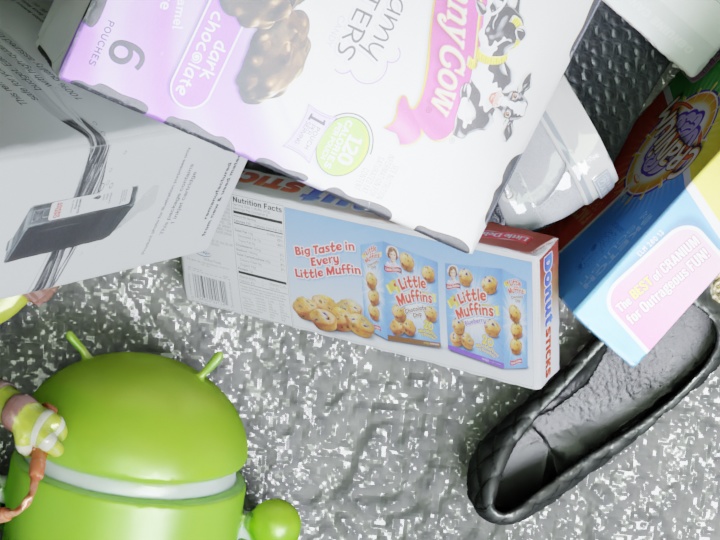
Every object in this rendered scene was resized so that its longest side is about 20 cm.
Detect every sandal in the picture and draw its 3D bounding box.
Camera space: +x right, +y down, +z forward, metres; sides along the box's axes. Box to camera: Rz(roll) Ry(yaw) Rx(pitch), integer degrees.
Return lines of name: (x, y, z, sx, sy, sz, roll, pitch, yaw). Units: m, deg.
sandal: (0.109, -0.094, 1.000, 0.076, 0.043, 0.200, 43, 85, -16)

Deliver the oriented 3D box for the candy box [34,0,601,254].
candy box: (-0.008, -0.124, 0.834, 0.200, 0.072, 0.168, 22, 100, -22)

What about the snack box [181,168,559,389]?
snack box: (0.000, 0.000, 0.952, 0.200, 0.024, 0.072, 13, 122, 28)

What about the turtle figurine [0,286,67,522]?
turtle figurine: (-0.202, 0.023, 0.959, 0.161, 0.200, 0.064, -58, 142, -14)

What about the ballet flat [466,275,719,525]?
ballet flat: (0.136, 0.060, 1.020, 0.066, 0.057, 0.200, 43, 95, -12)

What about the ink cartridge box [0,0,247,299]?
ink cartridge box: (-0.164, -0.064, 0.873, 0.144, 0.200, 0.084, 38, 118, 24)

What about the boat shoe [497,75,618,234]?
boat shoe: (0.044, -0.105, 0.946, 0.068, 0.072, 0.200, -32, 78, 1)

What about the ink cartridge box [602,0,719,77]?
ink cartridge box: (0.167, -0.221, 0.973, 0.162, 0.050, 0.200, 39, 98, -10)

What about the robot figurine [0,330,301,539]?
robot figurine: (-0.118, 0.131, 0.985, 0.175, 0.116, 0.200, 8, 100, 0)

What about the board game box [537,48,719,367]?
board game box: (0.168, -0.057, 0.951, 0.040, 0.153, 0.200, 40, 95, -11)
